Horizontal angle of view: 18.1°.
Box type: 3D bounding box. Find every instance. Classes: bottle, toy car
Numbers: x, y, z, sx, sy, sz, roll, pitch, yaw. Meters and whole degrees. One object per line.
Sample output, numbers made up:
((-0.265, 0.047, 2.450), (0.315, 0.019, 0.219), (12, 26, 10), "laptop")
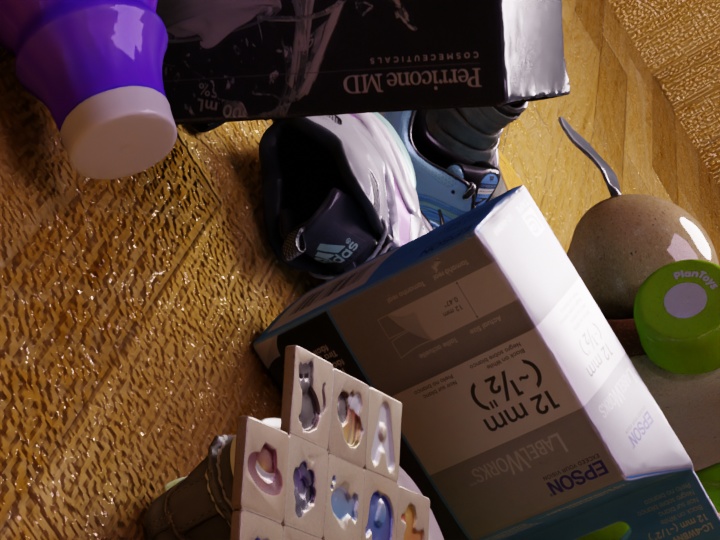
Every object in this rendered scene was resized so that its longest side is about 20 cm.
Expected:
((-0.129, -0.133, 0.980), (0.065, 0.083, 0.201), (109, -36, -55), "bottle")
((0.133, 0.017, 1.214), (0.165, 0.157, 0.201), (66, 11, -50), "toy car")

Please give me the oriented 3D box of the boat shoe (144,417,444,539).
((-0.019, 0.111, 0.936), (0.202, 0.060, 0.072), (33, 33, -60), "boat shoe")

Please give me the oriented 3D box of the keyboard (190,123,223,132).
((-0.118, -0.167, 1.203), (0.104, 0.040, 0.201), (-34, 96, -52), "keyboard")

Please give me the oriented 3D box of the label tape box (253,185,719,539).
((0.062, 0.080, 1.077), (0.201, 0.143, 0.066), (59, 34, -6), "label tape box")

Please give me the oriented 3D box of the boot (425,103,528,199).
((0.071, -0.066, 1.407), (0.067, 0.131, 0.201), (-14, 62, -30), "boot")

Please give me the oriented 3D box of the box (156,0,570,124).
((-0.014, -0.173, 1.072), (0.124, 0.199, 0.198), (-21, 108, -69), "box")

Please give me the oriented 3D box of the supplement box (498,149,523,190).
((0.101, 0.017, 1.488), (0.069, 0.066, 0.201), (37, 29, -56), "supplement box")

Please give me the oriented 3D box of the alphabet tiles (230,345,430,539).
((-0.011, 0.137, 0.851), (0.166, 0.006, 0.201), (31, 59, -61), "alphabet tiles")

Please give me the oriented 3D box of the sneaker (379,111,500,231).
((0.050, -0.024, 1.348), (0.201, 0.090, 0.078), (60, 15, -6), "sneaker")

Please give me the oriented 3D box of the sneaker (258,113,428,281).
((0.000, 0.000, 1.198), (0.201, 0.078, 0.140), (60, 20, 12), "sneaker")

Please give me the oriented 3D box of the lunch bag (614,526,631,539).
((0.162, 0.235, 1.272), (0.151, 0.094, 0.200), (-104, 168, -52), "lunch bag")
